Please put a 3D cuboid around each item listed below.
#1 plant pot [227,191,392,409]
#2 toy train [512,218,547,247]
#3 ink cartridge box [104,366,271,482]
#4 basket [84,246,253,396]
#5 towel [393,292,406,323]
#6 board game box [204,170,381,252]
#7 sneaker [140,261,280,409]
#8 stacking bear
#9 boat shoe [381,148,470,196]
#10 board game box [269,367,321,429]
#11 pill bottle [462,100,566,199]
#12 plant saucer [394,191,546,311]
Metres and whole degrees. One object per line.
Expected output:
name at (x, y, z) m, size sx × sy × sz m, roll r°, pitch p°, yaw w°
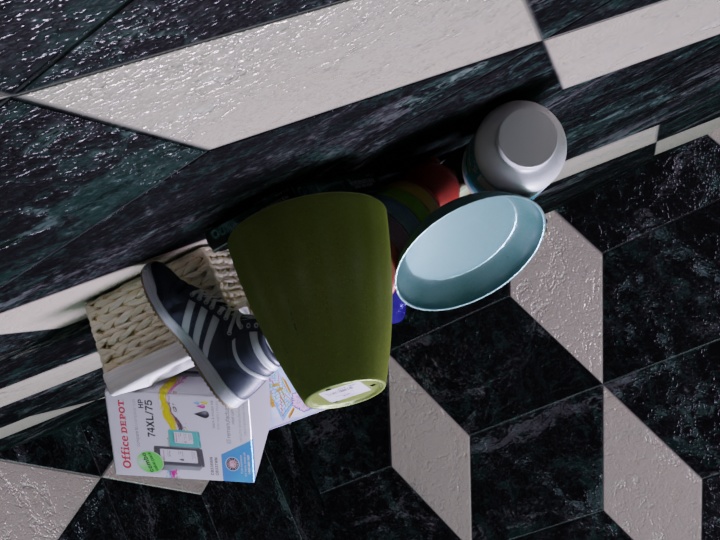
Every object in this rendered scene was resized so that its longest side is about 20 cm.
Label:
plant pot at (-0.040, 0.045, 1.499) m, size 0.185 × 0.202 × 0.187 m, roll -11°, pitch 159°, yaw -4°
toy train at (0.158, -0.047, 1.726) m, size 0.034 × 0.046 × 0.199 m, roll 9°, pitch 170°, yaw -42°
ink cartridge box at (-0.235, 0.188, 1.865) m, size 0.198 × 0.148 × 0.146 m, roll 2°, pitch -150°, yaw 6°
basket at (-0.234, 0.060, 1.709) m, size 0.199 × 0.124 × 0.135 m, roll -26°, pitch 175°, yaw 14°
towel at (0.000, 0.000, 1.832) m, size 0.146 × 0.050 × 0.201 m, roll 8°, pitch 148°, yaw 0°
board game box at (-0.077, -0.071, 1.591) m, size 0.135 × 0.028 × 0.200 m, roll -26°, pitch 175°, yaw 29°
sneaker at (-0.166, 0.052, 1.582) m, size 0.108 × 0.201 × 0.070 m, roll -36°, pitch 177°, yaw 19°
stacking bear at (0.053, -0.064, 1.696) m, size 0.113 × 0.122 × 0.200 m, roll -23°, pitch -162°, yaw 50°
boat shoe at (0.095, -0.091, 1.818) m, size 0.199 × 0.072 × 0.076 m, roll -23°, pitch 147°, yaw -1°
board game box at (-0.162, 0.140, 1.939) m, size 0.198 × 0.201 × 0.041 m, roll -21°, pitch -156°, yaw 16°
pill bottle at (0.186, -0.140, 1.624) m, size 0.110 × 0.112 × 0.200 m, roll -23°, pitch 175°, yaw -5°
plant saucer at (0.125, -0.030, 1.610) m, size 0.198 × 0.036 × 0.201 m, roll -18°, pitch 144°, yaw -14°
